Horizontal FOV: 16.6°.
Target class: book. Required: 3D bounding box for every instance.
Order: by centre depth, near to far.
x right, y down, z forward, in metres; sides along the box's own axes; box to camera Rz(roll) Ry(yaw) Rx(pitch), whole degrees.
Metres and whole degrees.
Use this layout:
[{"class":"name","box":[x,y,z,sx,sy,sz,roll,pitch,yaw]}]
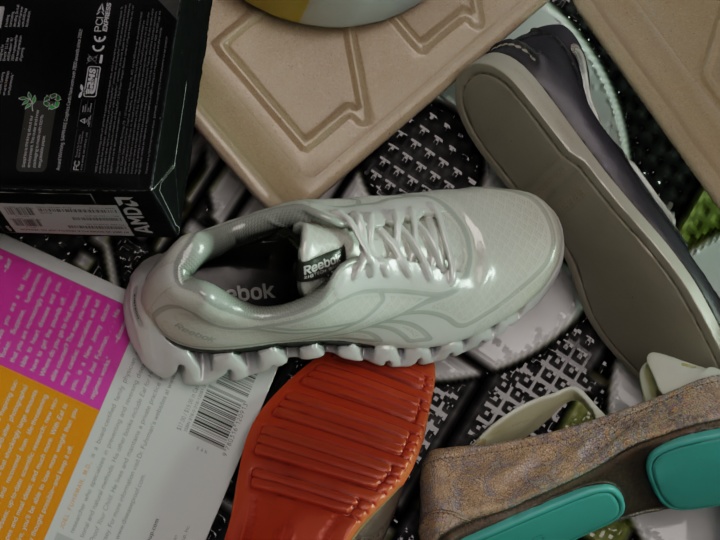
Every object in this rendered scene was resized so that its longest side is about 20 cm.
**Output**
[{"class":"book","box":[-0.150,0.058,1.064,0.199,0.048,0.134,25,71,-6]}]

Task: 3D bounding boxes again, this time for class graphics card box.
[{"class":"graphics card box","box":[-0.167,-0.080,1.041,0.198,0.051,0.126,0,65,12]}]

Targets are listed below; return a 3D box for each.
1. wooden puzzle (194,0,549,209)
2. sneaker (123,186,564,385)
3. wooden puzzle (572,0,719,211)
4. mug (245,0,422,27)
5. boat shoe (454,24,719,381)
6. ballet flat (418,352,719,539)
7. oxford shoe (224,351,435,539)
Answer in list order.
[{"class":"wooden puzzle","box":[-0.028,-0.146,1.132,0.200,0.046,0.186,-40,89,-21]},{"class":"sneaker","box":[0.000,0.000,1.061,0.198,0.081,0.076,-12,71,-17]},{"class":"wooden puzzle","box":[0.220,-0.107,1.096,0.199,0.037,0.186,-31,59,-2]},{"class":"mug","box":[-0.012,-0.188,1.042,0.186,0.153,0.150,-39,88,-20]},{"class":"boat shoe","box":[0.124,-0.024,1.121,0.063,0.073,0.201,-38,93,-34]},{"class":"ballet flat","box":[0.117,0.074,1.085,0.198,0.068,0.068,-16,53,2]},{"class":"oxford shoe","box":[-0.023,0.114,1.073,0.071,0.073,0.201,20,57,17]}]
